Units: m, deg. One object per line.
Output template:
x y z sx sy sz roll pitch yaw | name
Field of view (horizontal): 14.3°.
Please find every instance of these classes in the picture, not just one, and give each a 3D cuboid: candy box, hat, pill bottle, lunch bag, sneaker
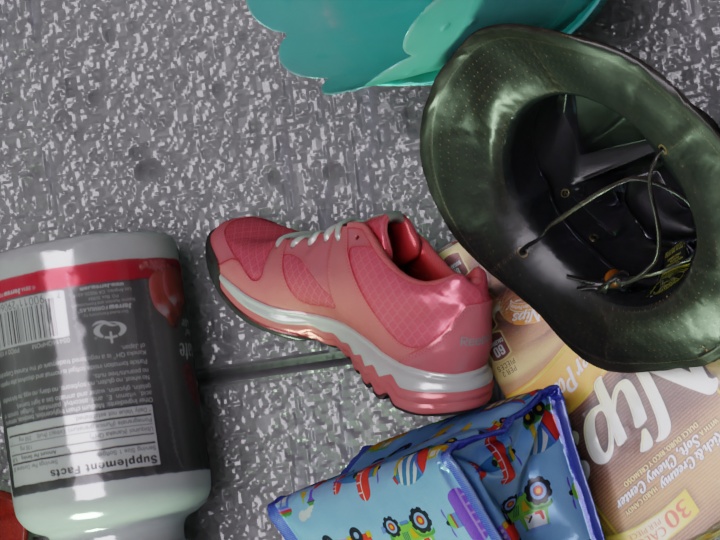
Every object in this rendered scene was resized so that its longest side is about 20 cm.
0.137 0.051 1.499 0.115 0.055 0.200 -32 76 17 | candy box
0.132 -0.050 1.422 0.200 0.081 0.201 25 135 27 | hat
-0.142 0.084 1.579 0.111 0.111 0.200 -10 84 21 | pill bottle
0.066 0.179 1.486 0.150 0.094 0.200 -22 94 47 | lunch bag
0.000 0.000 1.522 0.200 0.074 0.087 28 119 36 | sneaker

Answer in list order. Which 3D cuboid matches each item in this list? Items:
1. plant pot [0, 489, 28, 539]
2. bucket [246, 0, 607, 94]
-0.322 0.215 1.591 0.176 0.200 0.200 -15 64 38 | plant pot
0.036 -0.196 1.465 0.207 0.135 0.207 26 122 53 | bucket
